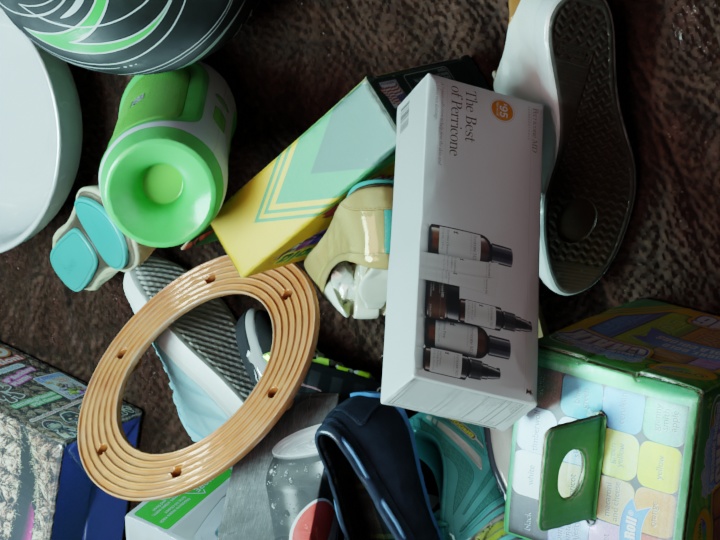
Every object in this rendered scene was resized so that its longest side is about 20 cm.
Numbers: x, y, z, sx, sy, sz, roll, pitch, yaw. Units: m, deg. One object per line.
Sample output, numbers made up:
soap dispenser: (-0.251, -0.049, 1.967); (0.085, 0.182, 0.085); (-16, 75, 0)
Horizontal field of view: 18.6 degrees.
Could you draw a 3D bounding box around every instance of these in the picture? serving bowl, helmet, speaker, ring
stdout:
serving bowl: (-0.282, -0.115, 1.671); (0.199, 0.066, 0.202); (8, 105, 34)
helmet: (-0.157, -0.226, 1.484); (0.200, 0.199, 0.191); (41, 128, 20)
speaker: (-0.128, -0.084, 1.485); (0.088, 0.200, 0.089); (0, 111, -1)
ring: (-0.108, 0.072, 1.488); (0.199, 0.202, 0.019); (-11, 138, 36)

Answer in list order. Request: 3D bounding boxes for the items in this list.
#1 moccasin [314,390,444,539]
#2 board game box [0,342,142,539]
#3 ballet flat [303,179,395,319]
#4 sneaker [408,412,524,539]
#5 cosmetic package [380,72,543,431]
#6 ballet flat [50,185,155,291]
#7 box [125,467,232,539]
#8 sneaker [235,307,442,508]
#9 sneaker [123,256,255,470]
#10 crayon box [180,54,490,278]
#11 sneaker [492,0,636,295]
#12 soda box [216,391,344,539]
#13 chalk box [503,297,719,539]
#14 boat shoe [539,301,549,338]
moccasin: (0.010, 0.180, 1.410); (0.080, 0.068, 0.201); (-14, 98, 44)
board game box: (-0.284, 0.157, 1.715); (0.199, 0.097, 0.161); (22, 112, 29)
ballet flat: (0.000, 0.000, 1.437); (0.068, 0.200, 0.064); (-4, 74, -6)
sneaker: (0.081, 0.177, 1.444); (0.078, 0.079, 0.201); (104, 150, -59)
cosmetic package: (0.063, -0.013, 1.305); (0.051, 0.082, 0.202); (137, 141, -55)
ballet flat: (-0.175, -0.033, 1.574); (0.200, 0.069, 0.070); (-20, 89, 68)
box: (-0.067, 0.259, 1.562); (0.176, 0.097, 0.201); (21, 127, 28)
sneaker: (-0.002, 0.091, 1.534); (0.083, 0.072, 0.200); (-44, 77, 14)
sneaker: (-0.117, 0.082, 1.597); (0.200, 0.074, 0.082); (51, 124, 18)
crayon box: (-0.013, -0.060, 1.459); (0.200, 0.127, 0.051); (-39, 78, 36)
sneaker: (0.126, -0.088, 1.404); (0.085, 0.072, 0.202); (31, 126, 59)
soda box: (-0.053, 0.181, 1.433); (0.070, 0.063, 0.201); (0, 61, 19)
chalk box: (0.169, 0.104, 1.321); (0.123, 0.199, 0.126); (15, 109, 31)
boat shoe: (0.082, 0.016, 1.425); (0.070, 0.070, 0.202); (-15, 100, 4)
